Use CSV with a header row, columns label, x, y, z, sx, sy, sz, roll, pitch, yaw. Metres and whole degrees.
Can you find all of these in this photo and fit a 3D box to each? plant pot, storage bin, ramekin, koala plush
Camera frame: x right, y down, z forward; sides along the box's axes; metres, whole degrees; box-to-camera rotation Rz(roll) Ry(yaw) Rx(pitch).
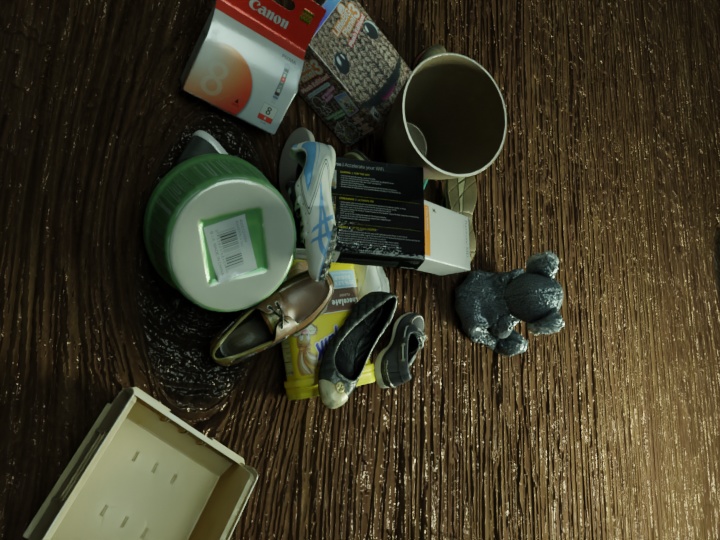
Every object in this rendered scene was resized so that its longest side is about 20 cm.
label,x,y,z,sx,sy,sz,roll,pitch,yaw
plant pot,0.115,-0.232,1.024,0.182,0.199,0.193,1,86,-19
storage bin,-0.254,0.277,0.738,0.199,0.093,0.201,42,58,-25
ramekin,-0.180,-0.045,0.811,0.195,0.097,0.205,-11,113,-27
koala plush,0.302,0.061,1.174,0.181,0.198,0.182,16,71,-35

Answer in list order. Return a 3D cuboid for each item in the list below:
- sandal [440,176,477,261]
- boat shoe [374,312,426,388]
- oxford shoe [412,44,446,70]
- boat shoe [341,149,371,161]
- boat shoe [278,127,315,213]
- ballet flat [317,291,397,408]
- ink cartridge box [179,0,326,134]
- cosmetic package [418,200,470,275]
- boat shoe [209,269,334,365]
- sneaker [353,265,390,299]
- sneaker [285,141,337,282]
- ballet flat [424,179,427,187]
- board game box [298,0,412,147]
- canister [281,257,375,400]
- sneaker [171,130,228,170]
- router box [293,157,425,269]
label,x,y,z,sx,sy,sz,roll,pitch,yaw
sandal,0.190,-0.111,1.219,0.079,0.053,0.206,-10,102,-34
boat shoe,0.085,0.132,1.037,0.200,0.061,0.074,-48,122,-57
oxford shoe,0.140,-0.386,1.215,0.070,0.074,0.203,40,58,-24
boat shoe,0.035,-0.138,1.084,0.202,0.071,0.067,50,48,-26
boat shoe,-0.078,-0.122,0.993,0.092,0.073,0.206,18,68,-53
ballet flat,-0.006,0.108,0.890,0.066,0.056,0.203,41,56,-21
ink cartridge box,-0.152,-0.325,0.901,0.160,0.202,0.050,19,25,-34
cosmetic package,0.111,-0.057,1.053,0.198,0.070,0.105,10,75,-50
boat shoe,-0.118,0.069,0.843,0.198,0.068,0.073,-37,93,-1
sneaker,0.000,0.000,1.031,0.085,0.074,0.205,11,66,-28
sneaker,-0.067,-0.081,0.831,0.070,0.072,0.205,-1,69,-6
ballet flat,0.117,-0.219,1.174,0.073,0.072,0.203,39,65,-26
board game box,-0.028,-0.352,1.055,0.200,0.096,0.162,44,57,-24
canister,-0.060,0.083,0.945,0.146,0.086,0.206,-6,83,-39
sneaker,-0.195,-0.095,0.885,0.200,0.070,0.100,46,59,-18
router box,-0.002,-0.087,0.913,0.194,0.051,0.153,5,72,-11
